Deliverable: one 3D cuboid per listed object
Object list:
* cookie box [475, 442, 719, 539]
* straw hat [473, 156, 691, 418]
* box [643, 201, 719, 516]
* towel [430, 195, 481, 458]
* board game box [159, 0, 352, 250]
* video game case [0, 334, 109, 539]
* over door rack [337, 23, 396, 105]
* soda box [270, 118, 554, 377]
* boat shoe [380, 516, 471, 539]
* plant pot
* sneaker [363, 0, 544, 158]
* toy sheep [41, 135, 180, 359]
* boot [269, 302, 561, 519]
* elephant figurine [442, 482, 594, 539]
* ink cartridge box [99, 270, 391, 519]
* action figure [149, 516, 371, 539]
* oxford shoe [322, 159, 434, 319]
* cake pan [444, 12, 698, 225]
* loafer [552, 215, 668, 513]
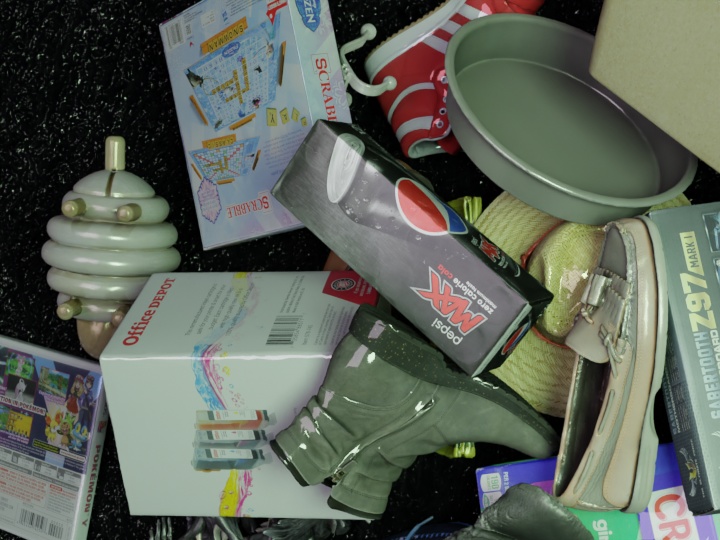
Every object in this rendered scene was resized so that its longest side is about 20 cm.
[{"bbox_3d":[0.195,0.214,0.922,0.198,0.075,0.173,-13,77,28],"label":"cookie box"},{"bbox_3d":[0.158,0.006,0.924,0.199,0.085,0.204,-1,85,10],"label":"straw hat"},{"bbox_3d":[0.277,0.051,0.854,0.156,0.051,0.202,-8,75,-8],"label":"box"},{"bbox_3d":[0.070,0.045,1.020,0.086,0.018,0.203,171,102,-69],"label":"towel"},{"bbox_3d":[-0.083,-0.128,1.045,0.199,0.041,0.202,-9,92,54],"label":"board game box"},{"bbox_3d":[-0.334,0.165,1.271,0.198,0.023,0.184,11,91,32],"label":"video game case"},{"bbox_3d":[-0.048,-0.158,1.082,0.200,0.066,0.149,52,135,32],"label":"over door rack"},{"bbox_3d":[0.035,-0.019,0.896,0.200,0.063,0.071,42,109,17],"label":"soda box"},{"bbox_3d":[0.011,0.260,1.030,0.199,0.068,0.085,-31,71,25],"label":"boat shoe"},{"bbox_3d":[0.272,-0.164,0.855,0.200,0.199,0.178,42,115,27],"label":"plant pot"},{"bbox_3d":[0.097,-0.165,1.019,0.199,0.071,0.114,-32,66,32],"label":"sneaker"},{"bbox_3d":[-0.224,-0.019,1.160,0.137,0.137,0.202,13,98,31],"label":"toy sheep"},{"bbox_3d":[0.038,0.118,0.904,0.131,0.199,0.068,-58,26,5],"label":"boot"},{"bbox_3d":[0.097,0.216,0.853,0.199,0.141,0.157,29,105,26],"label":"elephant figurine"},{"bbox_3d":[-0.080,0.093,0.998,0.198,0.146,0.146,0,115,10],"label":"ink cartridge box"},{"bbox_3d":[-0.088,0.198,1.070,0.199,0.118,0.103,-23,80,33],"label":"action figure"},{"bbox_3d":[0.000,0.000,1.076,0.201,0.071,0.071,-64,29,15],"label":"oxford shoe"},{"bbox_3d":[0.147,-0.108,0.927,0.201,0.199,0.037,51,138,24],"label":"cake pan"},{"bbox_3d":[0.162,0.065,0.849,0.062,0.072,0.203,-1,101,-9],"label":"loafer"}]
